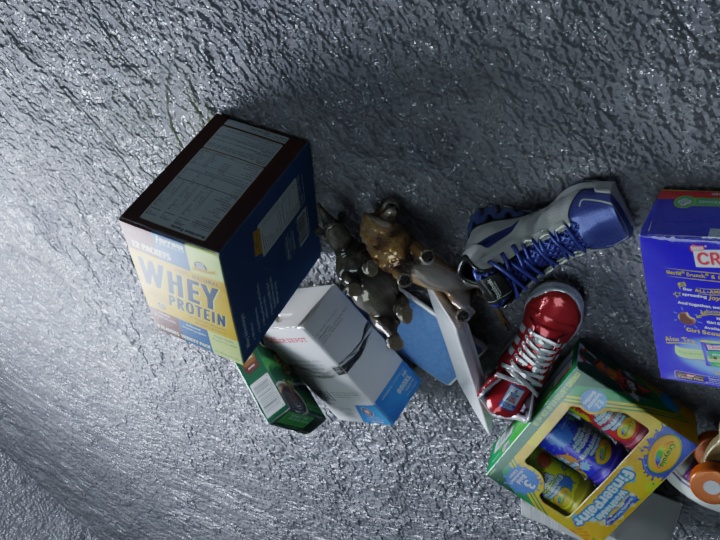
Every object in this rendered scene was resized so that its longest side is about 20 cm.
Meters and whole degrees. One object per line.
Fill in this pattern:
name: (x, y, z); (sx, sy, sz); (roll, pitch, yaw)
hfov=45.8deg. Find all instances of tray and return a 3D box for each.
tray: (0.129, 0.106, 1.068); (0.022, 0.108, 0.201); (-23, 128, -2)

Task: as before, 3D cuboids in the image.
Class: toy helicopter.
toy helicopter: (0.452, 0.187, 0.908); (0.132, 0.079, 0.201); (30, 122, 11)

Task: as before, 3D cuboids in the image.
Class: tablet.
tablet: (0.064, 0.075, 1.152); (0.199, 0.014, 0.130); (34, 144, 1)

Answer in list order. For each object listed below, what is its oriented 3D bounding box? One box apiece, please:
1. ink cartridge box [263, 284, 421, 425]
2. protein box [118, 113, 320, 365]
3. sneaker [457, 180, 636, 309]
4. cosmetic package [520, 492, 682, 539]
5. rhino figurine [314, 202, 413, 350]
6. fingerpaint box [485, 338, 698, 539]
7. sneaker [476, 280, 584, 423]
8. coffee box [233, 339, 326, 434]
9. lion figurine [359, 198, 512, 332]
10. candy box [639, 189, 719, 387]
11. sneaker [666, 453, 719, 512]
ink cartridge box: (-0.033, 0.119, 1.201); (0.200, 0.084, 0.144); (49, 152, -20)
protein box: (-0.158, -0.039, 1.034); (0.134, 0.201, 0.200); (19, 142, 19)
sneaker: (0.177, -0.015, 0.875); (0.198, 0.116, 0.081); (-12, 126, 45)
cosmetic package: (0.323, 0.326, 1.161); (0.198, 0.091, 0.107); (17, 158, 17)
rhino figurine: (0.000, 0.000, 1.051); (0.060, 0.088, 0.201); (-33, 106, 5)
fingerpaint box: (0.276, 0.212, 1.033); (0.166, 0.073, 0.201); (33, 120, 1)
sneaker: (0.197, 0.104, 0.996); (0.071, 0.113, 0.201); (26, 144, 9)
coffee box: (-0.135, 0.137, 1.230); (0.201, 0.044, 0.123); (56, -171, 28)
lion figurine: (0.086, 0.001, 0.995); (0.199, 0.073, 0.123); (37, -174, -18)
candy box: (0.366, 0.024, 0.805); (0.168, 0.077, 0.201); (7, 137, 33)
sneaker: (0.459, 0.234, 0.997); (0.199, 0.073, 0.115); (24, 124, 22)
